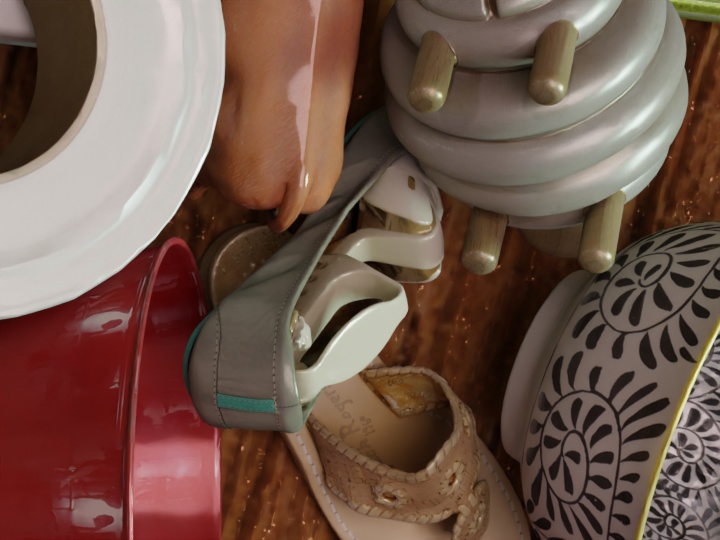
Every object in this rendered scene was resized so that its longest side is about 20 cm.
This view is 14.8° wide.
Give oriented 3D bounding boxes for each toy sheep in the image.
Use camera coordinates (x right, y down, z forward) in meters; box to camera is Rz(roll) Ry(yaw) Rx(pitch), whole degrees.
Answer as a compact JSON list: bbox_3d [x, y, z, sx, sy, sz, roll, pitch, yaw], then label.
[{"bbox_3d":[0.068,-0.084,1.115,0.137,0.138,0.201,-31,136,-16],"label":"toy sheep"}]

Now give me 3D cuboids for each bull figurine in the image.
[{"bbox_3d":[-0.031,-0.115,1.114,0.065,0.121,0.201,14,84,-25],"label":"bull figurine"}]

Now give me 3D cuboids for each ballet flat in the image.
[{"bbox_3d":[0.000,0.000,1.126,0.200,0.063,0.068,-51,139,-43],"label":"ballet flat"}]

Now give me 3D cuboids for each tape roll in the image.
[{"bbox_3d":[-0.152,-0.080,0.996,0.201,0.071,0.204,1,88,-26],"label":"tape roll"}]

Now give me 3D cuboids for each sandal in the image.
[{"bbox_3d":[0.011,0.070,1.178,0.078,0.070,0.212,-42,108,-13],"label":"sandal"}]

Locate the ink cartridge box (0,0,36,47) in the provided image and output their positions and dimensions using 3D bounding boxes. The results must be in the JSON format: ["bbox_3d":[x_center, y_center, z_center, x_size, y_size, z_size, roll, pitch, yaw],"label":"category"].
[{"bbox_3d":[-0.158,-0.165,1.082,0.199,0.083,0.148,5,94,-22],"label":"ink cartridge box"}]

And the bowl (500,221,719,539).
[{"bbox_3d":[0.121,0.057,1.191,0.201,0.094,0.202,-47,149,-40],"label":"bowl"}]

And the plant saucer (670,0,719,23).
[{"bbox_3d":[0.168,-0.178,1.172,0.198,0.048,0.201,5,129,-22],"label":"plant saucer"}]

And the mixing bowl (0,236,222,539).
[{"bbox_3d":[-0.121,0.087,1.081,0.108,0.200,0.202,0,96,6],"label":"mixing bowl"}]
